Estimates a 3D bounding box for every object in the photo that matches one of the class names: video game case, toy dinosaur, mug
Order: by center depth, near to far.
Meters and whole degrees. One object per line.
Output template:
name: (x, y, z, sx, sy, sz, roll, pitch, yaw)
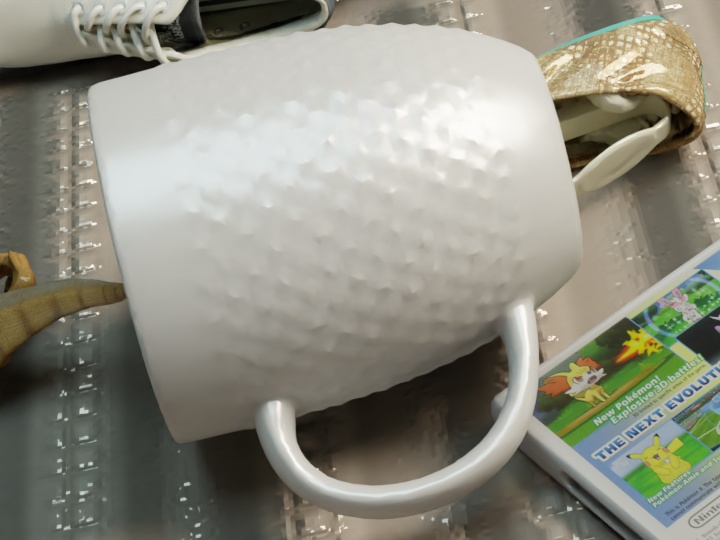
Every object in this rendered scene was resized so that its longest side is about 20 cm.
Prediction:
video game case: (0.181, 0.049, 0.854, 0.199, 0.022, 0.182, -33, 44, -17)
mug: (0.000, 0.000, 0.872, 0.174, 0.148, 0.201, -14, 69, 0)
toy dinosaur: (-0.164, 0.026, 0.958, 0.199, 0.060, 0.107, -27, 43, 19)

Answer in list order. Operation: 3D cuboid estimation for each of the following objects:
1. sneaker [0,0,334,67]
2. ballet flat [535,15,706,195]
sneaker: (-0.108, -0.135, 1.103, 0.199, 0.073, 0.071, -13, 38, 3)
ballet flat: (0.062, -0.054, 0.972, 0.199, 0.071, 0.066, -22, 56, -1)
